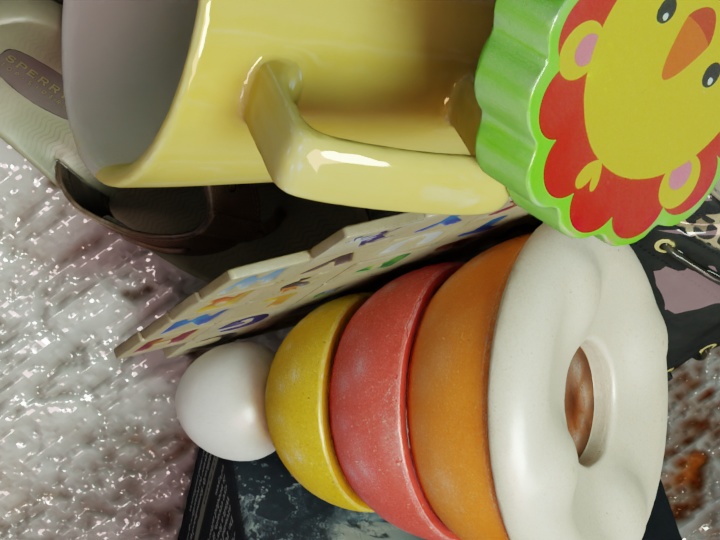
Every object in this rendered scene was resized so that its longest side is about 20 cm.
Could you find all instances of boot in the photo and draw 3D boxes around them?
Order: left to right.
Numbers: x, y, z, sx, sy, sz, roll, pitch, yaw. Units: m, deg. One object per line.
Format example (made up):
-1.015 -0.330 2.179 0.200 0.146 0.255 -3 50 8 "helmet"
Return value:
0.147 0.023 1.250 0.150 0.073 0.200 -36 130 21 "boot"

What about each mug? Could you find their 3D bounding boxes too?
-0.014 -0.081 1.084 0.152 0.187 0.149 7 153 -25 "mug"

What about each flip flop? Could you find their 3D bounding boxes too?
-0.081 -0.041 1.168 0.200 0.058 0.081 34 115 -30 "flip flop"

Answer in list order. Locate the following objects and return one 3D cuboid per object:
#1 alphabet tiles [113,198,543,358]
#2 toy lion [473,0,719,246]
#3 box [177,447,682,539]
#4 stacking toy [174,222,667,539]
0.000 0.000 1.150 0.166 0.006 0.200 -14 172 -26 "alphabet tiles"
0.104 -0.109 0.985 0.192 0.069 0.200 -48 143 -11 "toy lion"
0.034 0.153 1.247 0.196 0.200 0.118 4 126 -14 "box"
0.011 0.051 1.174 0.199 0.146 0.146 0 134 27 "stacking toy"
